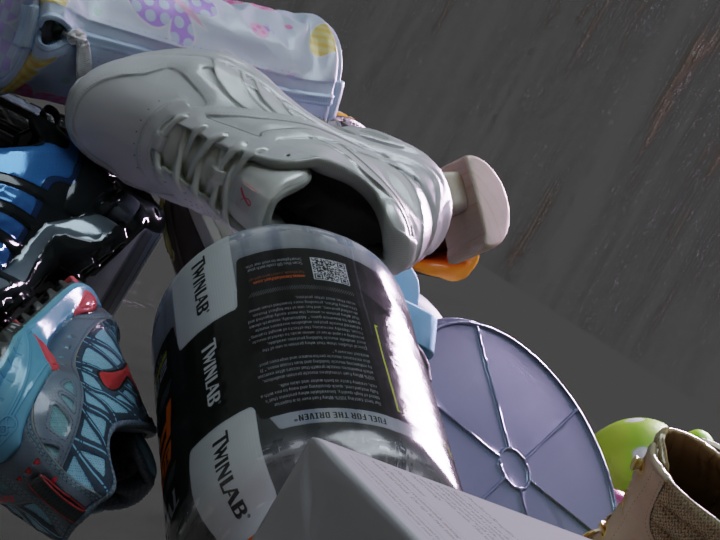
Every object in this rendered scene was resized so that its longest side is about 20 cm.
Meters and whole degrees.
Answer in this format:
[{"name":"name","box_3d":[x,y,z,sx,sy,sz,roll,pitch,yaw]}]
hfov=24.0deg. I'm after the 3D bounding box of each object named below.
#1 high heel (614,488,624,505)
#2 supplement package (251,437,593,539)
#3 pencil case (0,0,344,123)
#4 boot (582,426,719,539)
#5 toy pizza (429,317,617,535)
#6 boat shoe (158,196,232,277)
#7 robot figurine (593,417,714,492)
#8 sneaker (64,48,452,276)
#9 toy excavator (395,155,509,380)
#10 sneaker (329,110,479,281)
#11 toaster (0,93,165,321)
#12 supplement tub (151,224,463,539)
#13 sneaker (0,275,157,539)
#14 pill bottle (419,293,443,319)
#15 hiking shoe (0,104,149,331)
[{"name":"high heel","box_3d":[0.156,0.169,1.121,0.200,0.068,0.096,33,17,38]},{"name":"supplement package","box_3d":[0.054,0.160,0.580,0.199,0.120,0.121,25,8,-37]},{"name":"pencil case","box_3d":[-0.106,-0.118,0.909,0.199,0.084,0.090,10,-4,-36]},{"name":"boot","box_3d":[0.118,0.135,0.829,0.072,0.156,0.200,-6,35,-39]},{"name":"toy pizza","box_3d":[0.081,0.123,1.002,0.200,0.032,0.201,29,45,-33]},{"name":"boat shoe","box_3d":[-0.062,0.031,0.971,0.072,0.201,0.059,-24,7,-36]},{"name":"robot figurine","box_3d":[0.228,0.180,1.197,0.199,0.116,0.176,28,20,-11]},{"name":"sneaker","box_3d":[-0.053,-0.051,0.812,0.199,0.078,0.099,18,17,4]},{"name":"toy excavator","box_3d":[0.000,0.000,0.933,0.194,0.201,0.100,25,-31,-32]},{"name":"sneaker","box_3d":[0.011,-0.045,1.113,0.077,0.079,0.200,39,12,37]},{"name":"toaster","box_3d":[-0.213,-0.041,0.959,0.199,0.119,0.181,26,8,-27]},{"name":"supplement tub","box_3d":[-0.023,0.080,0.710,0.122,0.123,0.200,26,25,-24]},{"name":"sneaker","box_3d":[-0.134,0.070,0.755,0.096,0.079,0.200,46,9,-6]},{"name":"pill bottle","box_3d":[-0.006,0.055,1.125,0.119,0.120,0.200,26,7,-28]},{"name":"hiking shoe","box_3d":[-0.189,-0.011,0.797,0.087,0.074,0.200,50,34,2]}]
